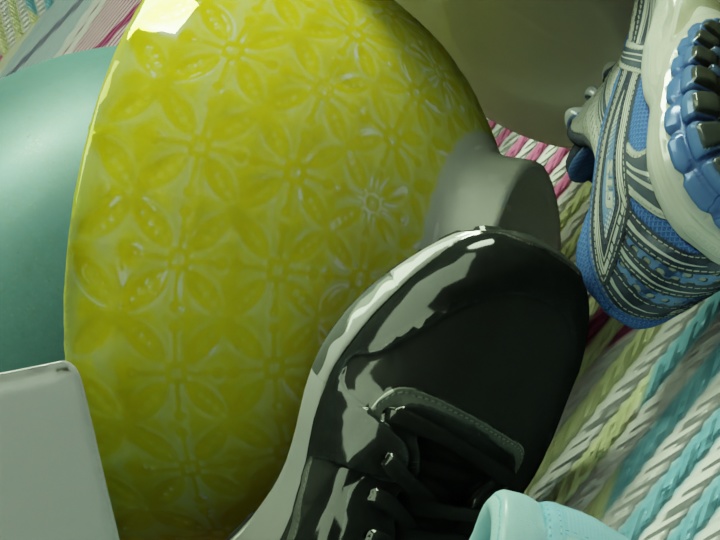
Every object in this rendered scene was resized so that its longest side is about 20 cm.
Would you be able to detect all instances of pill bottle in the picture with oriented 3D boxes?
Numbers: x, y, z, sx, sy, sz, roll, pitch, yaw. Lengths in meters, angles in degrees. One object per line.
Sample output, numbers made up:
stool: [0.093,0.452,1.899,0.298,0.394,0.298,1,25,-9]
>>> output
pill bottle: [0.101,-0.149,0.895,0.114,0.114,0.200,-31,23,54]

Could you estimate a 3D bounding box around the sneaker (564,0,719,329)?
sneaker: [0.096,-0.057,0.750,0.085,0.077,0.200,-46,13,34]

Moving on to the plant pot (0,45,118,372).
plant pot: [-0.107,0.006,1.006,0.161,0.201,0.201,-42,11,-13]

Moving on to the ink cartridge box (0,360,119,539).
ink cartridge box: [-0.120,0.124,0.717,0.084,0.146,0.200,-11,-13,-20]

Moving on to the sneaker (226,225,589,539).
sneaker: [0.007,0.086,0.686,0.200,0.076,0.088,-57,26,15]

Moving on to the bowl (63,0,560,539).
bowl: [0.000,0.000,0.784,0.108,0.200,0.200,6,44,21]

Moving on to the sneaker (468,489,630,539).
sneaker: [-0.008,0.128,0.565,0.200,0.082,0.074,-49,12,6]
